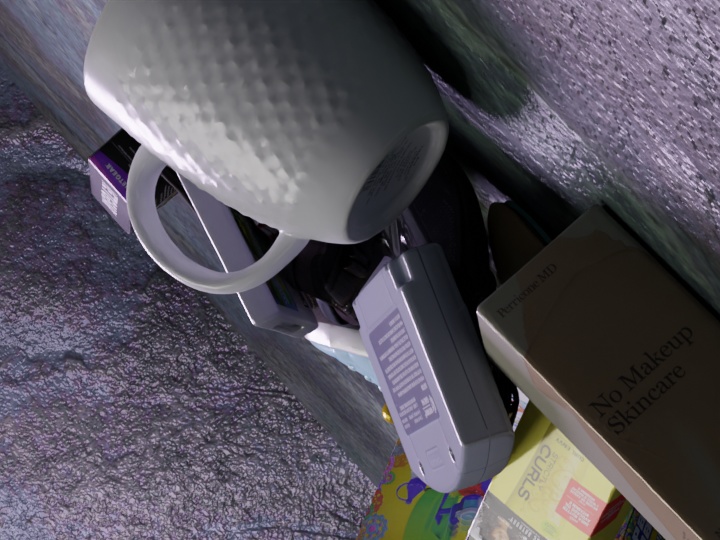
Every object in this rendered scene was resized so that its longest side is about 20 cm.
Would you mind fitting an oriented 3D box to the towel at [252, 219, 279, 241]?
[{"bbox_3d":[-0.067,-0.073,1.810,0.144,0.023,0.200,61,-173,14],"label":"towel"}]

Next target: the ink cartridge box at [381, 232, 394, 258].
[{"bbox_3d":[-0.007,-0.080,1.784,0.200,0.043,0.198,54,170,-25],"label":"ink cartridge box"}]

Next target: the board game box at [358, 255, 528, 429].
[{"bbox_3d":[0.105,0.071,1.728,0.200,0.034,0.134,24,160,33],"label":"board game box"}]

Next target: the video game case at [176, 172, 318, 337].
[{"bbox_3d":[-0.092,-0.051,1.740,0.200,0.022,0.182,63,-176,7],"label":"video game case"}]

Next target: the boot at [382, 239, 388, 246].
[{"bbox_3d":[-0.031,-0.036,1.965,0.200,0.090,0.073,41,169,48],"label":"boot"}]

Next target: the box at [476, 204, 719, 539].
[{"bbox_3d":[0.161,0.071,1.394,0.200,0.095,0.078,45,171,21],"label":"box"}]

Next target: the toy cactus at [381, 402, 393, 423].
[{"bbox_3d":[0.058,0.069,2.079,0.200,0.102,0.165,143,105,-85],"label":"toy cactus"}]

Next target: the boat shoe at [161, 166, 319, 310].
[{"bbox_3d":[-0.090,-0.032,1.901,0.067,0.057,0.200,7,140,45],"label":"boat shoe"}]

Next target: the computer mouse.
[{"bbox_3d":[0.057,-0.006,1.581,0.139,0.053,0.200,83,164,-57],"label":"computer mouse"}]

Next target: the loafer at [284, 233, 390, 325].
[{"bbox_3d":[0.000,0.000,1.786,0.063,0.072,0.200,25,171,15],"label":"loafer"}]

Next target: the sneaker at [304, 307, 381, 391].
[{"bbox_3d":[0.042,0.083,1.893,0.200,0.082,0.074,19,-163,26],"label":"sneaker"}]

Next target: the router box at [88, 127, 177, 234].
[{"bbox_3d":[-0.135,-0.103,2.004,0.051,0.149,0.200,48,172,1],"label":"router box"}]

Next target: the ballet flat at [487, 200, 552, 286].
[{"bbox_3d":[0.129,0.047,1.567,0.200,0.063,0.069,48,173,8],"label":"ballet flat"}]

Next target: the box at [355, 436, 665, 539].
[{"bbox_3d":[0.132,0.213,1.852,0.200,0.122,0.193,5,146,32],"label":"box"}]

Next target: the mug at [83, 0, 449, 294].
[{"bbox_3d":[-0.057,-0.081,1.500,0.175,0.200,0.148,39,-165,19],"label":"mug"}]

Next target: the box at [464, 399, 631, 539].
[{"bbox_3d":[0.127,0.108,1.531,0.075,0.050,0.200,39,135,18],"label":"box"}]

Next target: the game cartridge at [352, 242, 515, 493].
[{"bbox_3d":[0.042,0.062,1.538,0.200,0.041,0.133,132,121,-80],"label":"game cartridge"}]
